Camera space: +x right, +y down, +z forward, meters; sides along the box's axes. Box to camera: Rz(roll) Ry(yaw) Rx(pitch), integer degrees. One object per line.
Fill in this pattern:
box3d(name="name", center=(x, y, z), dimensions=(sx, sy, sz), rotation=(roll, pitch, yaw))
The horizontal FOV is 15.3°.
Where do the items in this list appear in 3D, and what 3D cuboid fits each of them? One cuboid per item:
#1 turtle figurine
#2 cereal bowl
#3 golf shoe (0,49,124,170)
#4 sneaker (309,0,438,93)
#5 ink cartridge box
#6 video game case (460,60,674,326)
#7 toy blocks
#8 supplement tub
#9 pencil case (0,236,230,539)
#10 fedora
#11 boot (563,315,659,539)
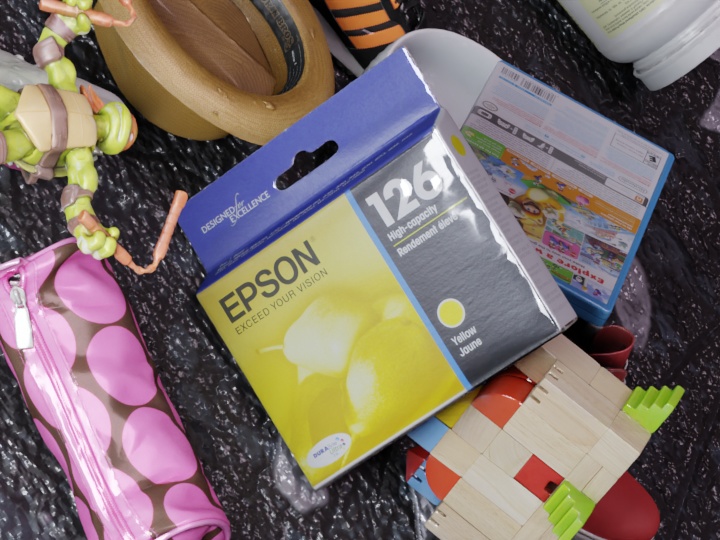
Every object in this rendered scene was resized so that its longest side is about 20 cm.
box3d(name="turtle figurine", center=(-0.187, -0.092, 1.525), dimensions=(0.160, 0.064, 0.202), rotation=(4, 70, -39))
box3d(name="cereal bowl", center=(0.062, -0.064, 1.873), dimensions=(0.199, 0.083, 0.201), rotation=(29, 43, -31))
box3d(name="golf shoe", center=(-0.219, -0.111, 1.602), dimensions=(0.199, 0.075, 0.092), rotation=(5, 55, -48))
box3d(name="sneaker", center=(0.010, -0.196, 1.912), dimensions=(0.200, 0.090, 0.070), rotation=(37, 39, -22))
box3d(name="ink cartridge box", center=(0.000, 0.000, 1.655), dimensions=(0.201, 0.197, 0.047), rotation=(56, 22, 2))
box3d(name="video game case", center=(0.127, -0.055, 1.814), dimensions=(0.142, 0.018, 0.200), rotation=(29, 38, 0))
box3d(name="toy blocks", center=(0.091, 0.108, 1.702), dimensions=(0.136, 0.200, 0.100), rotation=(38, 35, 3))
box3d(name="supplement tub", center=(0.216, -0.259, 2.151), dimensions=(0.200, 0.145, 0.145), rotation=(49, 36, -8))
box3d(name="pencil case", center=(-0.148, 0.083, 1.516), dimensions=(0.201, 0.090, 0.094), rotation=(61, 1, 12))
box3d(name="fedora", center=(-0.110, -0.149, 1.742), dimensions=(0.200, 0.082, 0.202), rotation=(27, 42, -28))
box3d(name="boot", center=(0.159, 0.107, 1.797), dimensions=(0.200, 0.144, 0.073), rotation=(38, 39, -23))
